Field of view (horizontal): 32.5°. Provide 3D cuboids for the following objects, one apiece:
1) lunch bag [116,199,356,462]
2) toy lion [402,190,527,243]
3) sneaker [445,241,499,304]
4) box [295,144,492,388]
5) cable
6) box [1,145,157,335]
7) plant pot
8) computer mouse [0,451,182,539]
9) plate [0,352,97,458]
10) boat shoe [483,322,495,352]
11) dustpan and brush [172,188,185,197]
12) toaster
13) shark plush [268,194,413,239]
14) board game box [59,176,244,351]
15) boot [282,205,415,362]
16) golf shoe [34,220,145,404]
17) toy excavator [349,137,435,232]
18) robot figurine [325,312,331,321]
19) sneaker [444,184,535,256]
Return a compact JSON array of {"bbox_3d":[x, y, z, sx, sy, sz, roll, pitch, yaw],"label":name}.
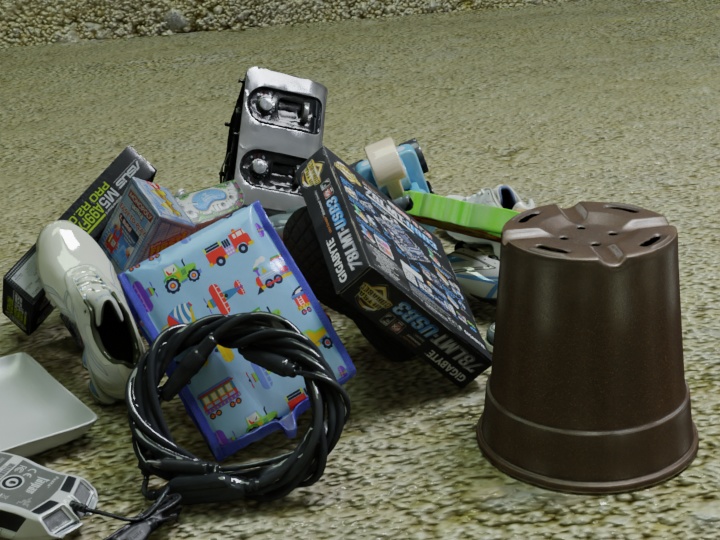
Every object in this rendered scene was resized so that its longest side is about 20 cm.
[{"bbox_3d":[-0.108,0.064,1.134,0.149,0.094,0.201,-29,69,-13],"label":"lunch bag"},{"bbox_3d":[0.144,-0.052,1.387,0.189,0.070,0.200,15,-1,-18],"label":"toy lion"},{"bbox_3d":[0.139,0.004,1.379,0.197,0.074,0.072,4,-6,22],"label":"sneaker"},{"bbox_3d":[0.033,-0.005,1.220,0.050,0.199,0.199,-40,39,16],"label":"box"},{"bbox_3d":[-0.103,0.114,1.054,0.197,0.165,0.051,-9,-24,13],"label":"cable"},{"bbox_3d":[-0.311,-0.031,1.360,0.201,0.044,0.160,-51,3,-22],"label":"box"},{"bbox_3d":[0.197,0.055,1.079,0.197,0.201,0.201,-3,20,1],"label":"plant pot"},{"bbox_3d":[-0.253,0.197,1.007,0.198,0.044,0.110,12,30,22],"label":"computer mouse"},{"bbox_3d":[-0.373,0.147,1.163,0.198,0.033,0.199,-17,26,-32],"label":"plate"},{"bbox_3d":[0.224,0.052,1.270,0.197,0.063,0.073,-2,21,3],"label":"boat shoe"},{"bbox_3d":[-0.246,-0.025,1.413,0.057,0.201,0.139,36,36,19],"label":"dustpan and brush"},{"bbox_3d":[-0.117,-0.131,1.566,0.117,0.183,0.200,9,-17,-11],"label":"toaster"},{"bbox_3d":[-0.035,-0.041,1.365,0.198,0.092,0.083,0,-18,29],"label":"shark plush"},{"bbox_3d":[-0.212,-0.022,1.341,0.199,0.201,0.062,-21,60,-39],"label":"board game box"},{"bbox_3d":[0.000,0.000,1.315,0.069,0.201,0.132,-34,12,21],"label":"boot"},{"bbox_3d":[-0.259,0.028,1.221,0.078,0.202,0.097,-23,-13,-28],"label":"golf shoe"},{"bbox_3d":[0.046,-0.098,1.518,0.099,0.196,0.201,-21,29,1],"label":"toy excavator"},{"bbox_3d":[-0.107,0.038,1.286,0.116,0.144,0.200,-37,11,20],"label":"robot figurine"},{"bbox_3d":[0.170,-0.073,1.568,0.074,0.088,0.199,-17,24,-28],"label":"sneaker"}]
